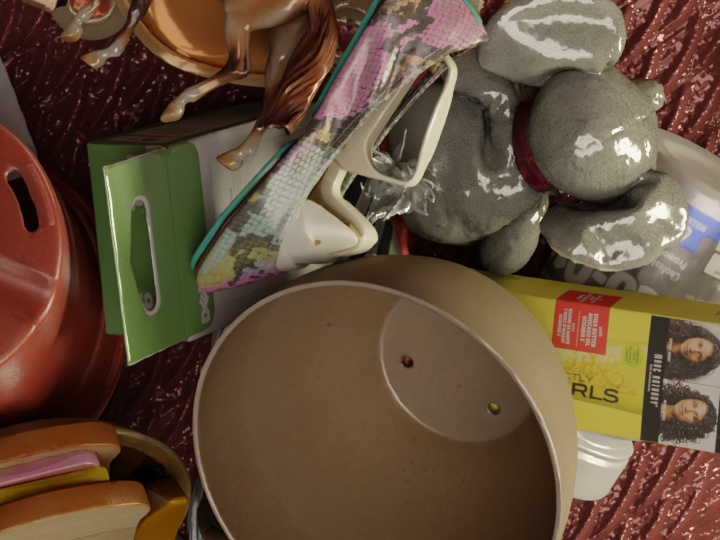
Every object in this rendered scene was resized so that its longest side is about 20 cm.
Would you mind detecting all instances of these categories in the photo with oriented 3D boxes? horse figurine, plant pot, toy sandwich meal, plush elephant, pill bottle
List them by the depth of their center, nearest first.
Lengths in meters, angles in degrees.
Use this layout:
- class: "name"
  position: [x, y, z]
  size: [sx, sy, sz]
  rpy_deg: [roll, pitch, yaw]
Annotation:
- class: "horse figurine"
  position: [-0.074, -0.138, 1.092]
  size: [0.133, 0.200, 0.050]
  rpy_deg: [-54, 149, 4]
- class: "plant pot"
  position: [0.031, 0.073, 1.131]
  size: [0.199, 0.134, 0.202]
  rpy_deg: [10, 116, 21]
- class: "plant pot"
  position: [-0.223, 0.008, 1.134]
  size: [0.199, 0.195, 0.203]
  rpy_deg: [1, 79, -4]
- class: "toy sandwich meal"
  position: [-0.170, 0.150, 1.145]
  size: [0.203, 0.071, 0.206]
  rpy_deg: [-16, 145, -12]
- class: "plush elephant"
  position: [0.098, -0.076, 1.170]
  size: [0.153, 0.200, 0.166]
  rpy_deg: [-7, 106, 20]
- class: "pill bottle"
  position: [0.154, 0.026, 1.268]
  size: [0.113, 0.114, 0.201]
  rpy_deg: [26, 107, -13]

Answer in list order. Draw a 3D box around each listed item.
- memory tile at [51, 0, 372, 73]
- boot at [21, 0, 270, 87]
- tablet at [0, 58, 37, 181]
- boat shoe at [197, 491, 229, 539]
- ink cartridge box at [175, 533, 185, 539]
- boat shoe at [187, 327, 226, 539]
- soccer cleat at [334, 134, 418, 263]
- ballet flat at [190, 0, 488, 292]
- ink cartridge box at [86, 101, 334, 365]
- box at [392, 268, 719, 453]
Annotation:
- class: "memory tile"
  position: [-0.073, -0.193, 1.219]
  size: [0.198, 0.017, 0.155]
  rpy_deg: [7, 110, -7]
- class: "boot"
  position: [-0.093, -0.196, 1.178]
  size: [0.199, 0.077, 0.156]
  rpy_deg: [23, 104, -5]
- class: "tablet"
  position: [-0.275, -0.128, 1.231]
  size: [0.129, 0.014, 0.201]
  rpy_deg: [-18, 112, 2]
- class: "boat shoe"
  position: [0.009, 0.135, 1.263]
  size: [0.198, 0.072, 0.076]
  rpy_deg: [-12, 139, 14]
- class: "ink cartridge box"
  position: [-0.155, 0.182, 1.304]
  size: [0.068, 0.116, 0.200]
  rpy_deg: [-39, 109, 12]
- class: "boat shoe"
  position: [-0.066, 0.099, 1.304]
  size: [0.071, 0.068, 0.202]
  rpy_deg: [13, 110, -9]
- class: "soccer cleat"
  position: [0.000, 0.000, 1.276]
  size: [0.084, 0.069, 0.202]
  rpy_deg: [-10, 109, 9]
- class: "ballet flat"
  position: [-0.007, -0.055, 1.081]
  size: [0.071, 0.069, 0.201]
  rpy_deg: [38, 102, 10]
- class: "ink cartridge box"
  position: [-0.092, -0.024, 1.160]
  size: [0.059, 0.200, 0.105]
  rpy_deg: [3, 104, 31]
- class: "box"
  position: [0.118, 0.046, 1.195]
  size: [0.198, 0.050, 0.076]
  rpy_deg: [10, 103, 22]
